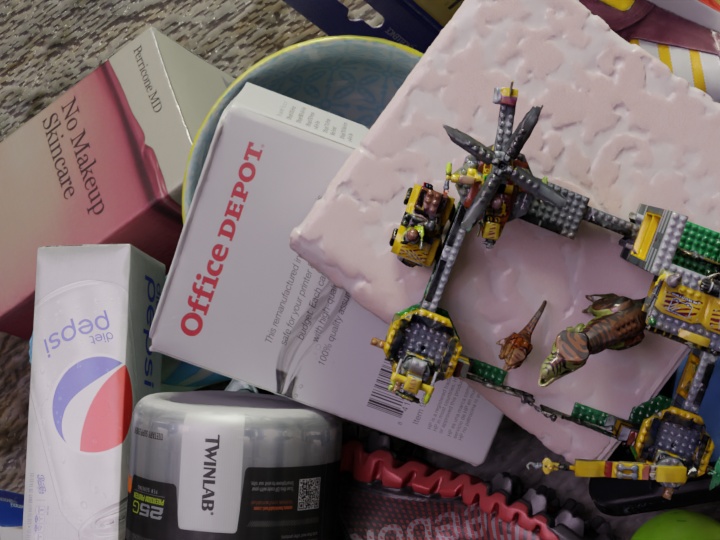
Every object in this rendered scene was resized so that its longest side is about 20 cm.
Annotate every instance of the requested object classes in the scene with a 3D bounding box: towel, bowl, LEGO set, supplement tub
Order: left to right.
[{"bbox_3d":[-0.075,0.173,0.821,0.122,0.122,0.202,3,90,32],"label":"supplement tub"},{"bbox_3d":[-0.005,-0.051,0.894,0.198,0.108,0.202,1,107,2],"label":"bowl"},{"bbox_3d":[0.095,-0.030,0.737,0.199,0.032,0.192,36,95,0],"label":"towel"},{"bbox_3d":[0.103,0.021,0.665,0.199,0.116,0.155,29,95,0],"label":"LEGO set"}]

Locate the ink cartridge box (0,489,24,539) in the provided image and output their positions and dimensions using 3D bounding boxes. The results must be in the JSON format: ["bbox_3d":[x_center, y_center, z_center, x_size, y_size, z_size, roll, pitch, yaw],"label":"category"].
[{"bbox_3d":[-0.178,0.233,0.934,0.039,0.099,0.201,-28,64,21],"label":"ink cartridge box"}]

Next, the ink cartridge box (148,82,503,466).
[{"bbox_3d":[0.000,0.000,0.809,0.198,0.084,0.146,20,106,-4],"label":"ink cartridge box"}]

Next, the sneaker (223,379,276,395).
[{"bbox_3d":[-0.108,0.109,0.941,0.199,0.074,0.119,20,93,24],"label":"sneaker"}]

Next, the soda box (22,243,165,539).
[{"bbox_3d":[-0.163,0.088,0.888,0.063,0.068,0.202,-1,78,12],"label":"soda box"}]

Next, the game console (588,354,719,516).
[{"bbox_3d":[0.199,0.014,0.745,0.199,0.117,0.177,-16,33,32],"label":"game console"}]

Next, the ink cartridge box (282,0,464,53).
[{"bbox_3d":[0.061,-0.196,0.858,0.200,0.197,0.047,-44,58,14],"label":"ink cartridge box"}]

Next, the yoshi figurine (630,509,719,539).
[{"bbox_3d":[0.146,0.204,0.744,0.112,0.112,0.201,37,93,40],"label":"yoshi figurine"}]

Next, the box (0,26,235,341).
[{"bbox_3d":[-0.170,-0.050,1.007,0.199,0.109,0.129,-34,61,19],"label":"box"}]

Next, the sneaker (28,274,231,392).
[{"bbox_3d":[-0.115,0.046,0.970,0.198,0.081,0.077,-8,69,8],"label":"sneaker"}]

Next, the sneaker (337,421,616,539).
[{"bbox_3d":[0.053,0.157,0.834,0.199,0.071,0.099,13,82,35],"label":"sneaker"}]

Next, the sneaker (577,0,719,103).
[{"bbox_3d":[0.178,-0.113,0.808,0.199,0.075,0.091,30,115,-1],"label":"sneaker"}]
